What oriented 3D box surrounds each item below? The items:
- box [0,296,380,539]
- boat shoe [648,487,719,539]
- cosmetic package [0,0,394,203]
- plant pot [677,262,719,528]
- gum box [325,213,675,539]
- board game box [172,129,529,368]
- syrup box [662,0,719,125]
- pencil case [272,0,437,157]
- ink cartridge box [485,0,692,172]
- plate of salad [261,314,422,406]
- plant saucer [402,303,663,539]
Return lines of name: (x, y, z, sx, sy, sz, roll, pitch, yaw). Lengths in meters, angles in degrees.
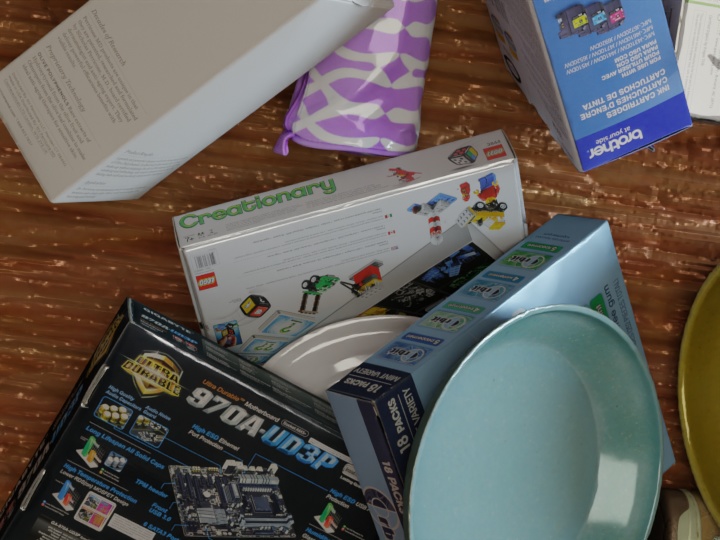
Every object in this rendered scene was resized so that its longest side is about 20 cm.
box: (-0.086, 0.131, 1.224, 0.199, 0.046, 0.159, 28, 103, -14)
boat shoe: (0.206, 0.236, 1.307, 0.076, 0.072, 0.201, 6, 95, -18)
cosmetic package: (-0.094, -0.124, 1.181, 0.200, 0.108, 0.085, -36, 79, 19)
plant pot: (0.304, 0.075, 1.251, 0.141, 0.200, 0.201, -6, 97, -29)
gum box: (0.086, 0.090, 1.220, 0.200, 0.044, 0.170, -37, 120, -33)
board game box: (0.000, 0.000, 1.247, 0.199, 0.035, 0.127, -15, 130, -4)
syrup box: (0.274, -0.117, 1.269, 0.199, 0.079, 0.082, 8, 95, -6)
pencil case: (0.003, -0.164, 1.235, 0.085, 0.084, 0.201, 3, 96, -23)
ink cartridge box: (0.118, -0.151, 1.200, 0.076, 0.137, 0.201, -21, 126, -3)
plate of salad: (0.012, 0.118, 1.279, 0.199, 0.048, 0.201, -2, 108, -6)
plant saucer: (0.089, 0.115, 1.172, 0.199, 0.036, 0.201, -9, 103, -40)
